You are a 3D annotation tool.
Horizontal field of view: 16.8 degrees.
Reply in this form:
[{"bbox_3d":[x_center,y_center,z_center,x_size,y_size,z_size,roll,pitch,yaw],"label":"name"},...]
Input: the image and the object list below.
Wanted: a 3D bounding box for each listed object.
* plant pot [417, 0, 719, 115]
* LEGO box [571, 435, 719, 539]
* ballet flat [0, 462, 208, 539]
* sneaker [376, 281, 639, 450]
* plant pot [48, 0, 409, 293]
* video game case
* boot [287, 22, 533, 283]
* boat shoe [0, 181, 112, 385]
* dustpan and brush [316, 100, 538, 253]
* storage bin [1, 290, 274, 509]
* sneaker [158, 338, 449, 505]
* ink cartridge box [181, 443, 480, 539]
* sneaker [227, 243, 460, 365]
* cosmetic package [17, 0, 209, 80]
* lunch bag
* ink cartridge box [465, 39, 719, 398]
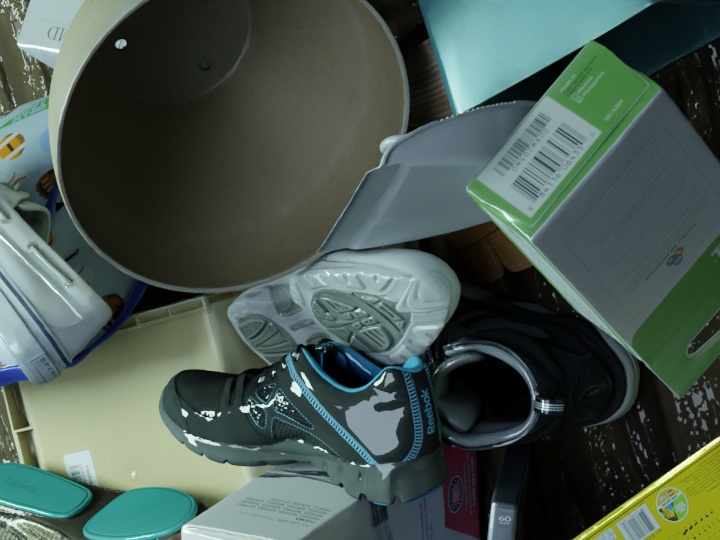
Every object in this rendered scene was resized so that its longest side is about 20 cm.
[{"bbox_3d":[0.105,-0.205,1.344,0.141,0.141,0.201,-28,78,34],"label":"plant pot"},{"bbox_3d":[0.193,0.145,1.333,0.200,0.149,0.077,-40,76,32],"label":"LEGO box"},{"bbox_3d":[-0.161,0.168,1.524,0.199,0.068,0.076,5,123,39],"label":"ballet flat"},{"bbox_3d":[0.055,0.054,1.431,0.199,0.114,0.076,9,103,32],"label":"sneaker"},{"bbox_3d":[-0.089,-0.107,1.367,0.201,0.199,0.135,-68,30,22],"label":"plant pot"},{"bbox_3d":[0.080,0.209,1.429,0.019,0.143,0.201,8,103,6],"label":"video game case"},{"bbox_3d":[0.039,-0.065,1.456,0.200,0.077,0.156,-15,113,50],"label":"boot"},{"bbox_3d":[-0.211,-0.016,1.428,0.067,0.074,0.200,-35,60,-8],"label":"boat shoe"},{"bbox_3d":[0.079,-0.066,1.325,0.140,0.199,0.058,125,136,-67],"label":"dustpan and brush"},{"bbox_3d":[-0.119,0.124,1.574,0.198,0.094,0.201,-15,90,35],"label":"storage bin"},{"bbox_3d":[-0.033,0.073,1.412,0.199,0.073,0.082,9,112,34],"label":"sneaker"},{"bbox_3d":[-0.013,0.185,1.436,0.084,0.200,0.146,8,111,32],"label":"ink cartridge box"},{"bbox_3d":[0.000,0.000,1.433,0.078,0.100,0.200,48,153,-21],"label":"sneaker"},{"bbox_3d":[-0.125,-0.212,1.490,0.101,0.074,0.201,12,80,29],"label":"cosmetic package"},{"bbox_3d":[-0.223,-0.010,1.548,0.169,0.124,0.201,-13,47,37],"label":"lunch bag"},{"bbox_3d":[0.148,-0.023,1.306,0.104,0.200,0.059,-49,49,-1],"label":"ink cartridge box"}]
